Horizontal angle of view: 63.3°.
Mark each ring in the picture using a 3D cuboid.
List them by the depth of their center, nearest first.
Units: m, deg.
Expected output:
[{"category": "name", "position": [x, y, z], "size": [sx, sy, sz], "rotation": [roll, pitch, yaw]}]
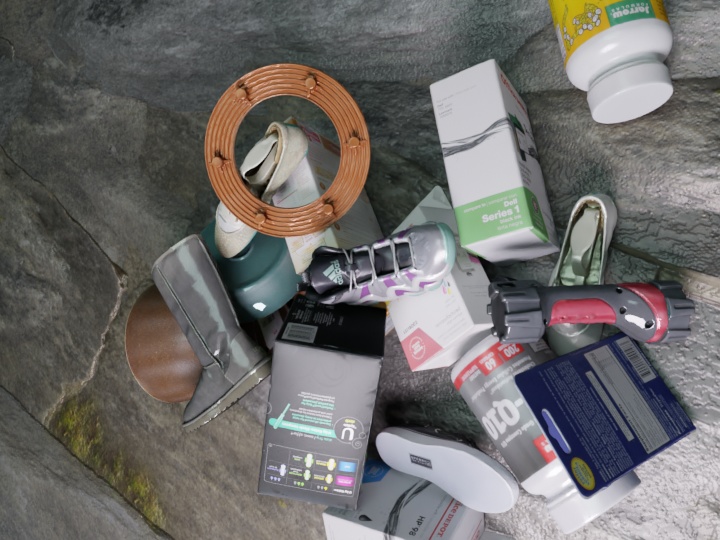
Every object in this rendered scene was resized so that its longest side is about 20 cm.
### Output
[{"category": "ring", "position": [-0.087, -0.139, 0.685], "size": [0.198, 0.019, 0.203], "rotation": [1, 100, 4]}]

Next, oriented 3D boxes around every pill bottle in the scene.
[{"category": "pill bottle", "position": [0.198, 0.166, 0.636], "size": [0.114, 0.114, 0.201], "rotation": [-43, 63, 19]}, {"category": "pill bottle", "position": [0.280, -0.276, 0.657], "size": [0.112, 0.112, 0.202], "rotation": [-16, 74, 29]}]

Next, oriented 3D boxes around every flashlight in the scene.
[{"category": "flashlight", "position": [0.233, 0.047, 0.597], "size": [0.068, 0.198, 0.069], "rotation": [-118, 26, -67]}]

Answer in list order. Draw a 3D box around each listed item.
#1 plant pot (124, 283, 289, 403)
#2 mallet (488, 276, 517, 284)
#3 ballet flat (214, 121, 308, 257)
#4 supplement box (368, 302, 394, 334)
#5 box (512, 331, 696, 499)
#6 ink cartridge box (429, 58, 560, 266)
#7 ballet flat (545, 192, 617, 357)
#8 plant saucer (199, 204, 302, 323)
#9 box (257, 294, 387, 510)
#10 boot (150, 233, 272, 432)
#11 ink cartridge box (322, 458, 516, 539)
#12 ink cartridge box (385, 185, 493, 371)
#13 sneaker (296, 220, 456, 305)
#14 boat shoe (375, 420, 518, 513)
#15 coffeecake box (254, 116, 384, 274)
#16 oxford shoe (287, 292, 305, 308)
[{"category": "plant pot", "position": [-0.202, 0.093, 0.854], "size": [0.198, 0.186, 0.189], "rotation": [-10, 77, 29]}, {"category": "mallet", "position": [0.132, 0.002, 0.754], "size": [0.199, 0.066, 0.041], "rotation": [31, 99, 47]}, {"category": "ballet flat", "position": [-0.142, -0.105, 0.740], "size": [0.067, 0.062, 0.201], "rotation": [43, 106, 27]}, {"category": "supplement box", "position": [-0.017, 0.088, 0.811], "size": [0.200, 0.069, 0.067], "rotation": [-46, 64, 14]}, {"category": "box", "position": [0.235, 0.136, 0.574], "size": [0.032, 0.199, 0.122], "rotation": [-53, 56, 45]}, {"category": "ink cartridge box", "position": [0.159, -0.119, 0.686], "size": [0.084, 0.146, 0.202], "rotation": [-16, 75, 27]}, {"category": "ballet flat", "position": [0.245, 0.007, 0.661], "size": [0.069, 0.069, 0.202], "rotation": [11, 88, 32]}, {"category": "plant saucer", "position": [-0.162, -0.022, 0.808], "size": [0.198, 0.036, 0.202], "rotation": [-7, 55, 10]}, {"category": "box", "position": [-0.043, 0.155, 0.711], "size": [0.123, 0.149, 0.202], "rotation": [9, 108, 1]}, {"category": "boot", "position": [-0.211, 0.082, 0.743], "size": [0.182, 0.073, 0.201], "rotation": [-40, 87, 19]}, {"category": "ink cartridge box", "position": [0.071, 0.299, 0.684], "size": [0.198, 0.116, 0.067], "rotation": [3, 110, 32]}, {"category": "ink cartridge box", "position": [0.081, 0.005, 0.711], "size": [0.117, 0.067, 0.201], "rotation": [-46, 55, 41]}, {"category": "sneaker", "position": [0.000, 0.000, 0.646], "size": [0.200, 0.139, 0.079], "rotation": [-30, 67, 49]}, {"category": "boat shoe", "position": [0.108, 0.223, 0.698], "size": [0.199, 0.066, 0.071], "rotation": [0, 105, 47]}, {"category": "coffeecake box", "position": [-0.047, -0.088, 0.805], "size": [0.073, 0.153, 0.202], "rotation": [-30, 67, 24]}, {"category": "oxford shoe", "position": [-0.097, 0.003, 0.873], "size": [0.071, 0.071, 0.202], "rotation": [-3, 82, 29]}]
